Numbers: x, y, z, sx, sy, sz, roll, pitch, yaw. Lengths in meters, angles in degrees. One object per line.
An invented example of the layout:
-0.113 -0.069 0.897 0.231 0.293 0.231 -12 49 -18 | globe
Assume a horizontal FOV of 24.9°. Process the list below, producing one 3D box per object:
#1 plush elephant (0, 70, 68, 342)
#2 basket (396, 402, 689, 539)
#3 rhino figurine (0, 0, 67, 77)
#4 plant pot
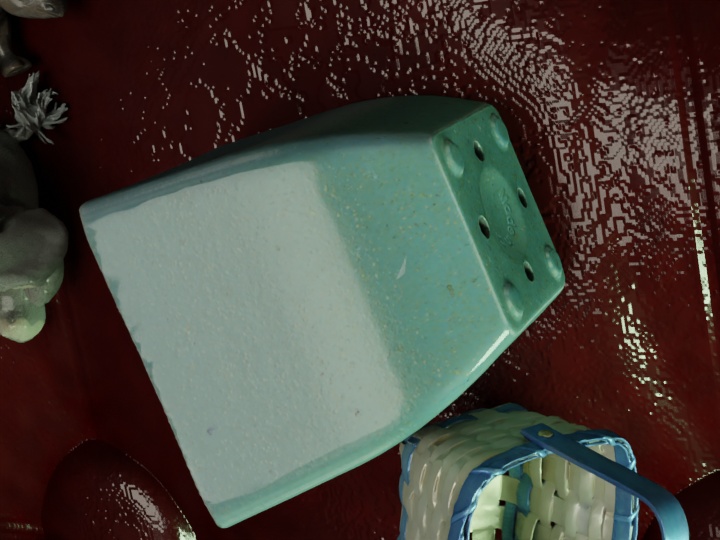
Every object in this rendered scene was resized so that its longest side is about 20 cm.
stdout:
-0.280 -0.029 1.102 0.164 0.155 0.201 34 118 -2 | plush elephant
0.109 0.169 0.936 0.200 0.138 0.178 37 130 53 | basket
-0.267 -0.170 1.112 0.199 0.060 0.088 -26 88 34 | rhino figurine
0.000 0.000 0.934 0.199 0.196 0.198 -21 96 25 | plant pot
